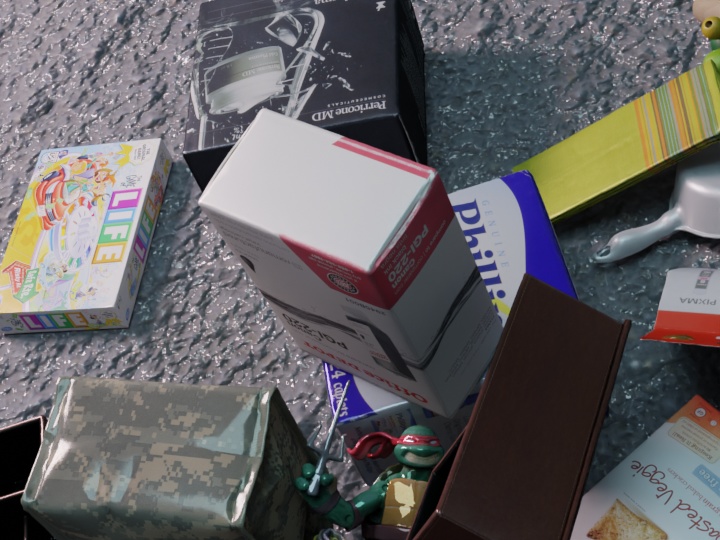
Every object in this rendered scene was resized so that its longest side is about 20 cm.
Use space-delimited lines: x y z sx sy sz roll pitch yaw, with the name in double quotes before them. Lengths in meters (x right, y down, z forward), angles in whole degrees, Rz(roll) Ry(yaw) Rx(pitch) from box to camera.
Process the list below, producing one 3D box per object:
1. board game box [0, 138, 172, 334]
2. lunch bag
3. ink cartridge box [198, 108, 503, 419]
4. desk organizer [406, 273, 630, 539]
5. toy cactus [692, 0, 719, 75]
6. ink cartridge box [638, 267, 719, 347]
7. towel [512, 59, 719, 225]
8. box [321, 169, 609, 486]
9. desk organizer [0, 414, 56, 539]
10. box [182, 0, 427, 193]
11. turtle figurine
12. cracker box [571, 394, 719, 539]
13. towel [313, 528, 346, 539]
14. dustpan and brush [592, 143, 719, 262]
"board game box" -0.264 -0.035 1.240 0.133 0.034 0.201 -4 53 16
"lunch bag" -0.116 0.163 0.931 0.163 0.200 0.118 2 59 16
"ink cartridge box" 0.000 0.000 0.877 0.145 0.200 0.085 23 70 31
"desk organizer" 0.099 0.104 0.811 0.077 0.072 0.201 27 50 -1
"toy cactus" 0.351 -0.220 1.129 0.200 0.103 0.165 -37 35 -14
"ink cartridge box" 0.289 0.026 0.906 0.161 0.200 0.058 4 89 22
"towel" 0.214 -0.098 1.086 0.199 0.018 0.086 -28 40 29
"box" 0.070 0.043 1.018 0.199 0.105 0.185 -18 51 5
"desk organizer" -0.257 0.220 1.014 0.071 0.077 0.201 -18 50 6
"box" -0.045 -0.158 1.204 0.199 0.124 0.198 -10 53 12
"turtle figurine" 0.035 0.179 0.893 0.149 0.101 0.202 1 81 14
"cracker box" 0.208 0.197 0.881 0.200 0.058 0.134 -40 51 -11
"towel" -0.002 0.277 0.821 0.023 0.201 0.143 -5 27 -41
"dustpan and brush" 0.279 -0.058 1.061 0.199 0.057 0.140 -18 37 -5
